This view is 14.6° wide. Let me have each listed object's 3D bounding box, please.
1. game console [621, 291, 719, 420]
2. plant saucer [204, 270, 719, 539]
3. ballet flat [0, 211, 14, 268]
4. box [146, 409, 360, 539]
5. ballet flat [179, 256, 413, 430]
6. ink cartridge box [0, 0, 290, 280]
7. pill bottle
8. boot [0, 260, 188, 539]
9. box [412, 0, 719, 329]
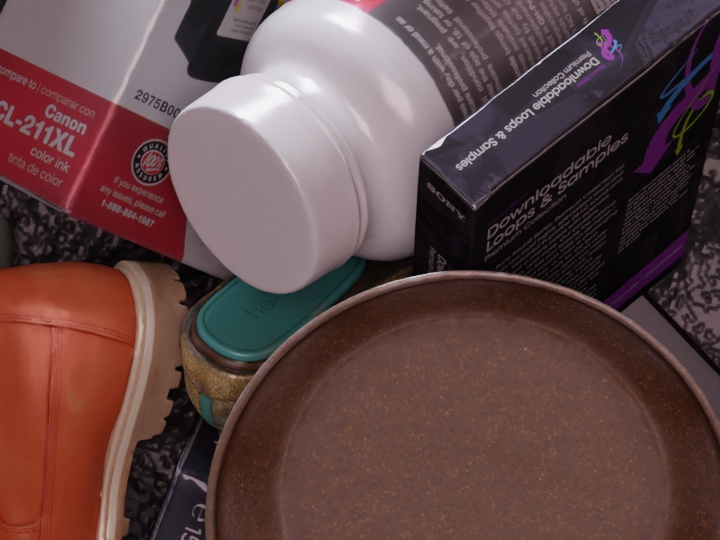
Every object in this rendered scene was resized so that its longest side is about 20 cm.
[{"bbox_3d":[0.051,0.077,1.224,0.200,0.031,0.177,-44,92,1],"label":"game console"},{"bbox_3d":[0.042,0.090,1.057,0.200,0.037,0.201,1,108,2],"label":"plant saucer"},{"bbox_3d":[-0.185,0.071,1.199,0.064,0.067,0.200,31,96,36],"label":"ballet flat"},{"bbox_3d":[-0.012,0.185,1.166,0.199,0.117,0.197,21,104,-2],"label":"box"},{"bbox_3d":[0.000,0.000,1.166,0.200,0.071,0.071,-39,93,-32],"label":"ballet flat"},{"bbox_3d":[-0.061,-0.108,1.152,0.083,0.146,0.201,26,92,38],"label":"ink cartridge box"},{"bbox_3d":[0.022,-0.073,1.110,0.200,0.111,0.111,-35,93,-34],"label":"pill bottle"},{"bbox_3d":[-0.147,0.086,1.158,0.107,0.075,0.201,4,110,-29],"label":"boot"},{"bbox_3d":[0.080,-0.022,1.104,0.143,0.200,0.036,-39,68,-22],"label":"box"}]
